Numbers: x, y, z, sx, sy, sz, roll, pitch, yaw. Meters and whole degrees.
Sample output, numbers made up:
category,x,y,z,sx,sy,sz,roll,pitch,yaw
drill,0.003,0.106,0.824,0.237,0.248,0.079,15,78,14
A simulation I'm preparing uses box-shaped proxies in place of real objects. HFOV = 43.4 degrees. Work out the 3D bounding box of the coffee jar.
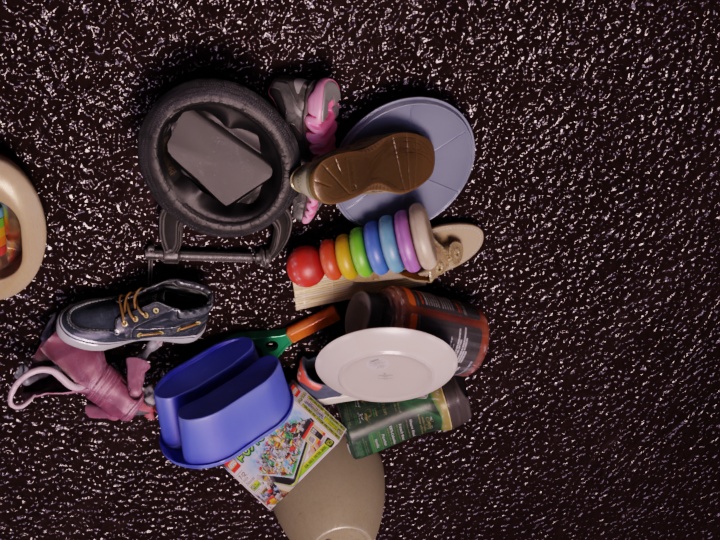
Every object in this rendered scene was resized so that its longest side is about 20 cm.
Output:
category,x,y,z,sx,sy,sz,roll,pitch,yaw
coffee jar,0.065,0.206,1.367,0.196,0.105,0.086,-17,130,-1

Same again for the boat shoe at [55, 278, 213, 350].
category,x,y,z,sx,sy,sz,roll,pitch,yaw
boat shoe,-0.290,0.050,1.174,0.196,0.072,0.091,-1,150,-25

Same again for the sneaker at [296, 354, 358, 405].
category,x,y,z,sx,sy,sz,roll,pitch,yaw
sneaker,0.002,0.140,1.319,0.195,0.076,0.086,-14,137,-4

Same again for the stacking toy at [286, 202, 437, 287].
category,x,y,z,sx,sy,sz,roll,pitch,yaw
stacking toy,-0.003,-0.022,1.171,0.196,0.086,0.086,-14,128,10

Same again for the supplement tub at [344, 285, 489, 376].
category,x,y,z,sx,sy,sz,roll,pitch,yaw
supplement tub,0.078,0.082,1.275,0.196,0.108,0.108,14,120,-28

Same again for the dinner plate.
category,x,y,z,sx,sy,sz,roll,pitch,yaw
dinner plate,0.036,0.138,1.235,0.195,0.025,0.202,0,143,0

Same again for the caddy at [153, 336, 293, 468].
category,x,y,z,sx,sy,sz,roll,pitch,yaw
caddy,-0.184,0.184,1.226,0.198,0.140,0.107,-30,129,-30

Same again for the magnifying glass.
category,x,y,z,sx,sy,sz,roll,pitch,yaw
magnifying glass,-0.121,0.102,1.302,0.197,0.023,0.080,-25,126,6

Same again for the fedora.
category,x,y,z,sx,sy,sz,roll,pitch,yaw
fedora,-0.165,-0.143,1.072,0.196,0.092,0.204,-5,122,-7

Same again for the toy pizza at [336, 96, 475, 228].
category,x,y,z,sx,sy,sz,roll,pitch,yaw
toy pizza,0.053,-0.137,1.164,0.196,0.032,0.203,-12,132,-13

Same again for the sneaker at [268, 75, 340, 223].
category,x,y,z,sx,sy,sz,roll,pitch,yaw
sneaker,-0.079,-0.152,1.114,0.093,0.080,0.203,14,129,10

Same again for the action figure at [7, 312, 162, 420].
category,x,y,z,sx,sy,sz,roll,pitch,yaw
action figure,-0.344,0.145,1.204,0.198,0.149,0.135,36,105,-17

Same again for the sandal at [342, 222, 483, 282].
category,x,y,z,sx,sy,sz,roll,pitch,yaw
sandal,0.076,-0.006,1.226,0.207,0.070,0.079,-9,127,-8

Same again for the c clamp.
category,x,y,z,sx,sy,sz,roll,pitch,yaw
c clamp,-0.187,-0.037,1.180,0.195,0.027,0.173,-2,134,-9

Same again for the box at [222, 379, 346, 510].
category,x,y,z,sx,sy,sz,roll,pitch,yaw
box,-0.118,0.263,1.350,0.110,0.035,0.201,41,123,0

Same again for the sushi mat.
category,x,y,z,sx,sy,sz,roll,pitch,yaw
sushi mat,0.000,0.000,1.264,0.195,0.012,0.097,-11,125,-6

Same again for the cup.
category,x,y,z,sx,sy,sz,roll,pitch,yaw
cup,-0.044,0.385,1.440,0.195,0.144,0.204,-7,125,-9

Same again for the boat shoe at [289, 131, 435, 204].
category,x,y,z,sx,sy,sz,roll,pitch,yaw
boat shoe,0.007,-0.126,1.081,0.197,0.062,0.075,-13,107,-38

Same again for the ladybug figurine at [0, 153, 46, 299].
category,x,y,z,sx,sy,sz,roll,pitch,yaw
ladybug figurine,-0.441,-0.060,1.074,0.133,0.073,0.203,4,124,-16
